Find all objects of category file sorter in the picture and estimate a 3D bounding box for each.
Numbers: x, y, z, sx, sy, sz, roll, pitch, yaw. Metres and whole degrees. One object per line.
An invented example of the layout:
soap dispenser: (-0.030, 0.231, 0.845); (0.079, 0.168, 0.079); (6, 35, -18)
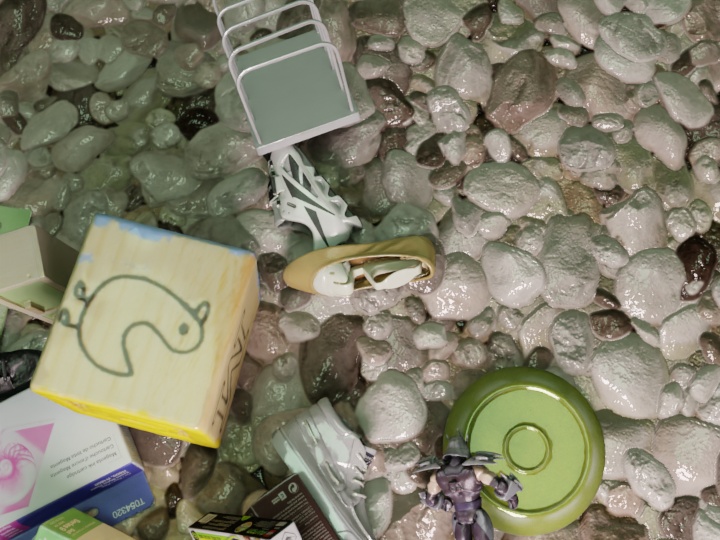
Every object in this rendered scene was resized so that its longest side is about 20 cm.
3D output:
file sorter: (-0.101, -0.275, 0.987); (0.137, 0.125, 0.201); (-20, 51, -1)

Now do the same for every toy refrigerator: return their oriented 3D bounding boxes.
toy refrigerator: (-0.376, 0.015, 0.934); (0.075, 0.200, 0.071); (-17, 76, -1)

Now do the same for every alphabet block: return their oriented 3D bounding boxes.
alphabet block: (-0.232, 0.078, 0.893); (0.193, 0.197, 0.202); (13, 72, 0)

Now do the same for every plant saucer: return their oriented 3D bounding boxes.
plant saucer: (0.199, 0.215, 0.934); (0.197, 0.031, 0.203); (-1, 76, 4)

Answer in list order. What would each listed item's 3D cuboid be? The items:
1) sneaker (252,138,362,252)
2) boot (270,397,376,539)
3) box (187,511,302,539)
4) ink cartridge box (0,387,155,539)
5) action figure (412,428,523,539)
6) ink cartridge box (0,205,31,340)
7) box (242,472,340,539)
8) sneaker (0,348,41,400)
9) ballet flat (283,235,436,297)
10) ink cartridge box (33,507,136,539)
sneaker: (-0.093, -0.104, 1.008); (0.088, 0.074, 0.200); (-39, 77, -8)
boot: (-0.014, 0.249, 0.920); (0.095, 0.074, 0.201); (-37, 81, -8)
box: (-0.113, 0.324, 0.840); (0.035, 0.199, 0.111); (-26, 94, -38)
ink cartridge box: (-0.382, 0.241, 0.963); (0.195, 0.043, 0.202); (-27, 75, -3)
action figure: (0.126, 0.283, 0.886); (0.129, 0.069, 0.203); (-20, 75, 44)
ink cartridge box: (-0.534, 0.002, 1.028); (0.144, 0.048, 0.203); (7, 80, 6)
box: (-0.057, 0.344, 0.877); (0.075, 0.100, 0.201); (-29, 74, -34)
sneaker: (-0.500, 0.136, 0.963); (0.197, 0.104, 0.061); (-13, 75, 1)
ballet flat: (0.000, 0.000, 0.974); (0.197, 0.069, 0.063); (-13, 42, 0)
ink cartridge box: (-0.292, 0.389, 0.887); (0.198, 0.088, 0.147); (24, 88, 5)
